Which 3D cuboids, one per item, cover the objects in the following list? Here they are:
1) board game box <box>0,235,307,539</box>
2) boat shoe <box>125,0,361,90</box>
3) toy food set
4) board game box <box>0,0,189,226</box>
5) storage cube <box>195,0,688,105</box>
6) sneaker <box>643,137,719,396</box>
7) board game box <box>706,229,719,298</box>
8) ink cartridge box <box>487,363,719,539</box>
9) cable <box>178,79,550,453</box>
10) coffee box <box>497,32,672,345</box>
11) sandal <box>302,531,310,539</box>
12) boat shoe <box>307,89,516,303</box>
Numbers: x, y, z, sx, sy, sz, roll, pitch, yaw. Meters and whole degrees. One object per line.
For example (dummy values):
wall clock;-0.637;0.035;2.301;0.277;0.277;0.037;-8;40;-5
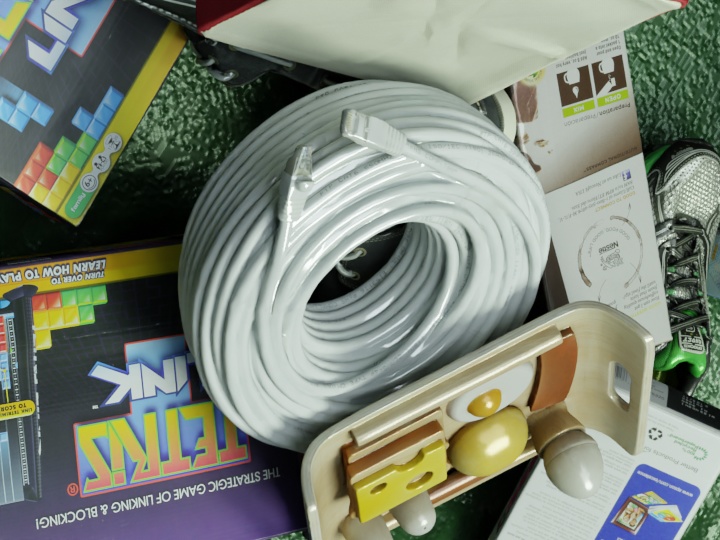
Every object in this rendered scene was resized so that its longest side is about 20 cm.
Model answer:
board game box;-0.123;0.069;1.280;0.200;0.057;0.166;-10;95;-37
boat shoe;-0.055;-0.124;1.252;0.199;0.072;0.071;15;114;-27
toy food set;0.061;0.104;1.292;0.200;0.060;0.144;-27;153;-11
board game box;-0.167;-0.150;1.257;0.165;0.057;0.200;33;82;-29
storage cube;0.038;-0.201;1.181;0.200;0.171;0.180;13;68;-37
sneaker;0.184;0.021;1.454;0.078;0.085;0.201;9;94;-30
board game box;0.338;0.010;1.469;0.199;0.199;0.044;0;101;-27
ink cartridge box;0.133;0.149;1.430;0.094;0.037;0.200;24;117;-3
cable;0.000;0.000;1.239;0.200;0.069;0.200;9;120;-41
coffee box;0.099;-0.051;1.382;0.080;0.113;0.201;-18;106;-24
sandal;0.026;0.067;1.383;0.045;0.075;0.201;24;94;6
boat shoe;0.001;-0.025;1.325;0.068;0.072;0.200;-4;135;-55
